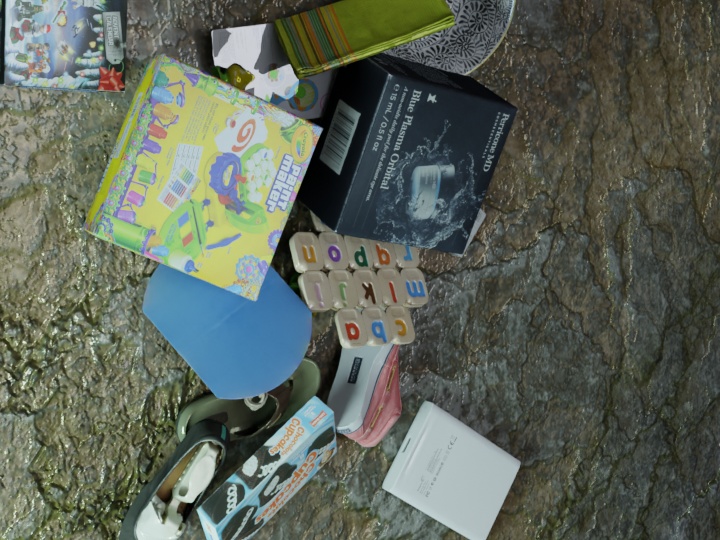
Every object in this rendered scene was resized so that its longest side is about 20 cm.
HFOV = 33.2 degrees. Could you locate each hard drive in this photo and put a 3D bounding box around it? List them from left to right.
[{"bbox_3d":[0.130,0.284,1.686,0.199,0.027,0.133,35,77,-33],"label":"hard drive"}]

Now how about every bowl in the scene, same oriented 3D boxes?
[{"bbox_3d":[0.085,-0.341,1.491,0.197,0.094,0.204,-10,123,-15],"label":"bowl"}]

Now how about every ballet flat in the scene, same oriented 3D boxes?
[{"bbox_3d":[-0.216,0.262,1.391,0.067,0.068,0.202,31,91,-21],"label":"ballet flat"}]

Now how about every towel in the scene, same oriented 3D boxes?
[{"bbox_3d":[0.004,-0.285,1.384,0.197,0.087,0.018,-20,153,-9],"label":"towel"}]

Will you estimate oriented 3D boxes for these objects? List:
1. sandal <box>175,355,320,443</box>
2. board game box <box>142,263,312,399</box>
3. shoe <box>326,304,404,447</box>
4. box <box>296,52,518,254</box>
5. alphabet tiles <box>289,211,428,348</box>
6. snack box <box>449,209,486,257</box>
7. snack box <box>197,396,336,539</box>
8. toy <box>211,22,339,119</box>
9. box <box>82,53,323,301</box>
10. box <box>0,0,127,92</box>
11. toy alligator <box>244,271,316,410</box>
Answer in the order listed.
[{"bbox_3d":[-0.128,0.168,1.465,0.199,0.057,0.081,-25,111,-29],"label":"sandal"},{"bbox_3d":[-0.154,0.057,1.406,0.158,0.039,0.200,-39,82,-28],"label":"board game box"},{"bbox_3d":[0.020,0.125,1.562,0.091,0.071,0.203,43,61,-53],"label":"shoe"},{"bbox_3d":[0.055,-0.142,1.452,0.197,0.117,0.199,8,111,-34],"label":"box"},{"bbox_3d":[0.000,0.000,1.500,0.198,0.015,0.199,-1,70,-41],"label":"alphabet tiles"},{"bbox_3d":[0.086,-0.103,1.591,0.200,0.024,0.072,41,75,-33],"label":"snack box"},{"bbox_3d":[-0.109,0.254,1.469,0.200,0.037,0.117,-43,156,-22],"label":"snack box"},{"bbox_3d":[-0.086,-0.238,1.434,0.197,0.047,0.117,-13,109,-28],"label":"toy"},{"bbox_3d":[-0.174,-0.100,1.317,0.190,0.122,0.203,23,87,-19],"label":"box"},{"bbox_3d":[-0.313,-0.292,1.268,0.135,0.040,0.204,-3,99,-36],"label":"box"},{"bbox_3d":[-0.091,0.069,1.448,0.058,0.054,0.202,22,65,-2],"label":"toy alligator"}]
